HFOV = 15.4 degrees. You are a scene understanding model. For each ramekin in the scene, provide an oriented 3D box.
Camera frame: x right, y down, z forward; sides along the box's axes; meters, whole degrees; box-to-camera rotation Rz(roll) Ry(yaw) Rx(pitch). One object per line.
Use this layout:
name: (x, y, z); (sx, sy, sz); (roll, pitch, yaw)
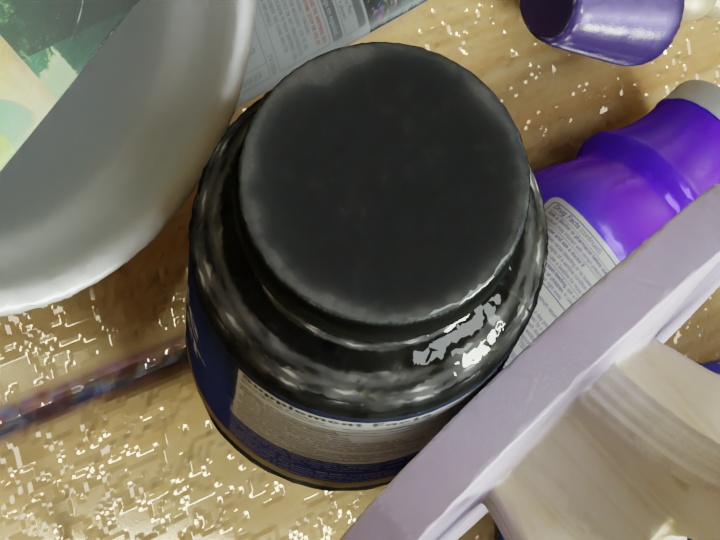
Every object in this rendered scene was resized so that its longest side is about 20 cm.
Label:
ramekin: (-0.139, -0.090, 0.815); (0.200, 0.098, 0.201); (-7, 101, -38)

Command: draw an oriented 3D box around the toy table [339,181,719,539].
toy table: (0.096, 0.073, 0.877); (0.200, 0.184, 0.117); (-42, 79, -9)

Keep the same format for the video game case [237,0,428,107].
video game case: (-0.024, -0.179, 0.942); (0.182, 0.023, 0.200); (-32, 114, -31)

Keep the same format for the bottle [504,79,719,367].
bottle: (0.078, 0.004, 1.019); (0.200, 0.065, 0.084); (-44, 106, -26)

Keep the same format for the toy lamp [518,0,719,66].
toy lamp: (0.147, -0.113, 1.067); (0.200, 0.058, 0.058); (-9, 102, -39)

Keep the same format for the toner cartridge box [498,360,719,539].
toner cartridge box: (0.145, 0.089, 1.101); (0.200, 0.043, 0.095); (-11, 102, -37)

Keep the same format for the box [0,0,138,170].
box: (-0.102, -0.139, 0.752); (0.200, 0.036, 0.144); (-53, 124, -20)

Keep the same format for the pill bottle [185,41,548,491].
pill bottle: (0.000, 0.000, 0.855); (0.112, 0.200, 0.112); (1, 74, -4)
